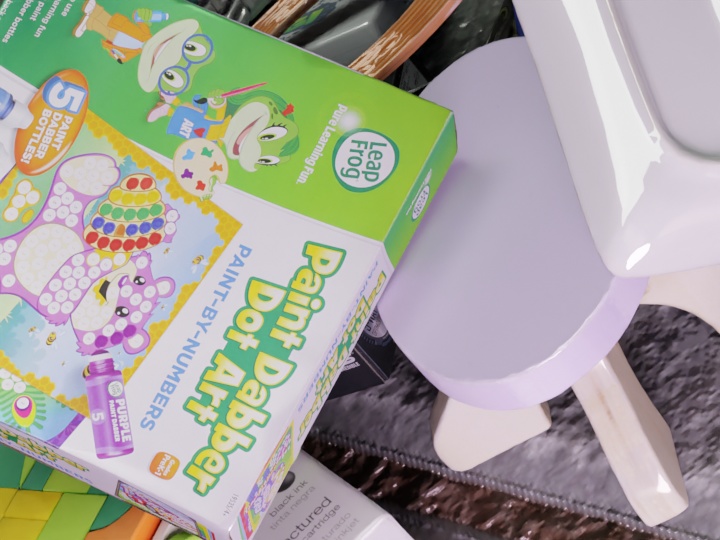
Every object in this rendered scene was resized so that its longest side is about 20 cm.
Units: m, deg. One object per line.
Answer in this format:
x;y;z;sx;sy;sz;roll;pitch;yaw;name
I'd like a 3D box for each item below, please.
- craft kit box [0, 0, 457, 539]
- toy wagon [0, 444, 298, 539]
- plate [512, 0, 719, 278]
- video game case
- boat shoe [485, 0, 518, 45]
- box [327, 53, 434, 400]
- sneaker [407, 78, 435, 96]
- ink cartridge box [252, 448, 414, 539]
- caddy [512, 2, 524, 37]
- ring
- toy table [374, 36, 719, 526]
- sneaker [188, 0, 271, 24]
-0.091;-0.013;1.100;0.197;0.049;0.200;24;71;11;craft kit box
-0.115;0.110;1.131;0.155;0.040;0.200;-1;50;43;toy wagon
0.165;-0.101;1.088;0.199;0.032;0.200;-9;62;-14;plate
-0.053;-0.128;1.447;0.200;0.024;0.182;-20;22;25;video game case
0.103;-0.133;1.308;0.066;0.072;0.201;-13;39;45;boat shoe
-0.047;-0.012;1.345;0.160;0.044;0.200;-17;41;30;box
0.000;0.000;1.205;0.200;0.116;0.076;-32;6;-27;sneaker
-0.066;0.141;1.161;0.146;0.084;0.200;-48;36;-9;ink cartridge box
0.154;-0.155;1.197;0.200;0.105;0.141;9;55;10;caddy
-0.009;-0.109;1.276;0.200;0.019;0.200;-36;22;16;ring
0.088;0.005;1.134;0.184;0.117;0.200;-21;40;26;toy table
-0.097;-0.137;1.417;0.200;0.078;0.091;-37;8;-35;sneaker
